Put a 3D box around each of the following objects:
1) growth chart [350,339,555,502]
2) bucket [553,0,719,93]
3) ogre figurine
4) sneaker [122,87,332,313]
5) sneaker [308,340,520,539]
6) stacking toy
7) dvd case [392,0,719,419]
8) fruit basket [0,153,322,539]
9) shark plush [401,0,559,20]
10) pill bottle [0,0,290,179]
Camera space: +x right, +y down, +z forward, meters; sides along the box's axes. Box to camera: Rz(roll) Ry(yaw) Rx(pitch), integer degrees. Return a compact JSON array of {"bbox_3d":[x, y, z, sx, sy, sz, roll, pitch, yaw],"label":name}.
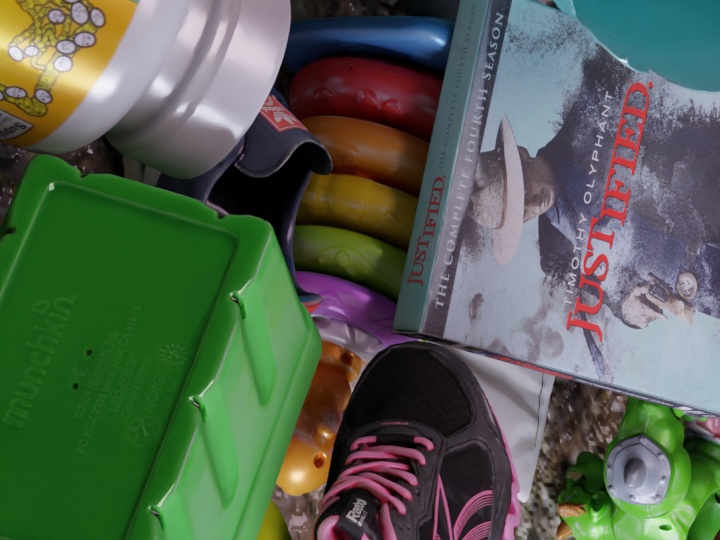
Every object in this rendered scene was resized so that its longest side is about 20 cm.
[{"bbox_3d":[0.048,0.027,1.281,0.145,0.018,0.200,44,50,-34],"label":"growth chart"},{"bbox_3d":[0.124,-0.184,1.108,0.206,0.135,0.208,-11,118,-22],"label":"bucket"},{"bbox_3d":[0.151,0.086,1.321,0.200,0.098,0.120,101,12,-59],"label":"ogre figurine"},{"bbox_3d":[-0.056,-0.066,1.125,0.075,0.084,0.201,-9,88,-51],"label":"sneaker"},{"bbox_3d":[0.010,0.101,1.061,0.096,0.079,0.201,68,24,-50],"label":"sneaker"},{"bbox_3d":[0.000,0.000,1.178,0.116,0.110,0.201,34,67,-41],"label":"stacking toy"},{"bbox_3d":[0.102,-0.025,1.190,0.200,0.022,0.147,17,84,-42],"label":"dvd case"},{"bbox_3d":[-0.093,0.088,1.028,0.216,0.155,0.216,16,90,-85],"label":"fruit basket"},{"bbox_3d":[0.040,-0.117,1.263,0.200,0.091,0.083,51,62,-32],"label":"shark plush"},{"bbox_3d":[-0.129,-0.108,0.991,0.200,0.113,0.113,26,60,-27],"label":"pill bottle"}]
